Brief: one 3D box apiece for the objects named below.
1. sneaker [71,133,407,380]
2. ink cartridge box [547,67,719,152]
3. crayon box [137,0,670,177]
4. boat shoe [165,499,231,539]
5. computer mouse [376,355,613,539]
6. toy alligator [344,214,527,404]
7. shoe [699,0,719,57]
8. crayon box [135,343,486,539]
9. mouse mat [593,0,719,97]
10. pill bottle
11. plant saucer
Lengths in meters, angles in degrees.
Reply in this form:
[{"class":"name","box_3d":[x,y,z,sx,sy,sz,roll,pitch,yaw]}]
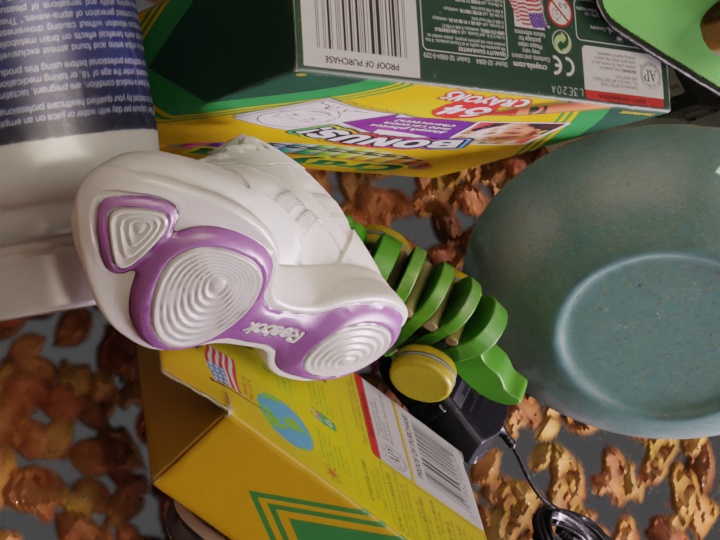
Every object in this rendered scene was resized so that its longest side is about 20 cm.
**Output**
[{"class":"sneaker","box_3d":[-0.060,-0.015,0.943,0.200,0.075,0.100,29,30,-58]},{"class":"ink cartridge box","box_3d":[0.150,-0.114,1.139,0.083,0.145,0.200,-40,107,-38]},{"class":"crayon box","box_3d":[0.005,-0.086,1.026,0.200,0.172,0.058,3,79,-35]},{"class":"boat shoe","box_3d":[-0.019,0.162,1.043,0.200,0.073,0.063,35,107,-31]},{"class":"computer mouse","box_3d":[0.067,0.091,1.133,0.200,0.034,0.059,54,36,-15]},{"class":"toy alligator","box_3d":[0.000,0.000,1.052,0.200,0.054,0.059,31,51,-11]},{"class":"shoe","box_3d":[0.225,-0.125,1.042,0.200,0.070,0.053,-29,92,-43]},{"class":"crayon box","box_3d":[-0.031,0.077,1.013,0.200,0.127,0.051,39,108,-26]},{"class":"mouse mat","box_3d":[0.173,-0.170,1.059,0.161,0.008,0.200,26,66,-34]},{"class":"pill bottle","box_3d":[-0.144,-0.081,0.957,0.111,0.111,0.200,-9,90,-36]},{"class":"plant saucer","box_3d":[0.147,0.020,1.104,0.201,0.201,0.039,41,35,-25]}]
